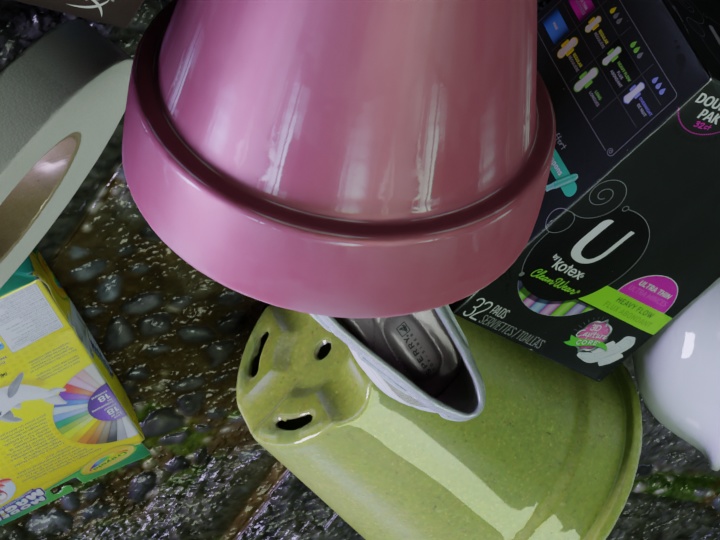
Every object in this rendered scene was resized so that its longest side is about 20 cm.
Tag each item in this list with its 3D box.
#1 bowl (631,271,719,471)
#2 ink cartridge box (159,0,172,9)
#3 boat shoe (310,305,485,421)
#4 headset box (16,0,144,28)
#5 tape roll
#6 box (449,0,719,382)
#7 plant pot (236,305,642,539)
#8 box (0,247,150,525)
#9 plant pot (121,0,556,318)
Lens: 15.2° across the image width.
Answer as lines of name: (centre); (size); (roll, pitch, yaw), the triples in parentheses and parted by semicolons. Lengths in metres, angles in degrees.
bowl: (0.212, 0.012, 1.627); (0.090, 0.201, 0.202); (21, 136, 7)
ink cartridge box: (0.003, -0.135, 1.397); (0.199, 0.050, 0.161); (-21, 154, -1)
boat shoe: (-0.001, 0.002, 1.436); (0.074, 0.065, 0.202); (-41, 118, -9)
headset box: (-0.103, -0.232, 1.170); (0.075, 0.149, 0.200); (11, 131, -36)
tape roll: (-0.186, -0.035, 1.344); (0.203, 0.037, 0.203); (-52, 177, -4)
box: (0.142, -0.060, 1.518); (0.200, 0.125, 0.148); (-43, 140, 21)
plant pot: (0.033, 0.084, 1.597); (0.200, 0.201, 0.184); (-40, 127, 19)
box: (-0.204, 0.069, 1.550); (0.117, 0.048, 0.200); (-25, 139, 0)
plant pot: (0.000, -0.108, 1.208); (0.199, 0.200, 0.180); (-7, 137, -20)
